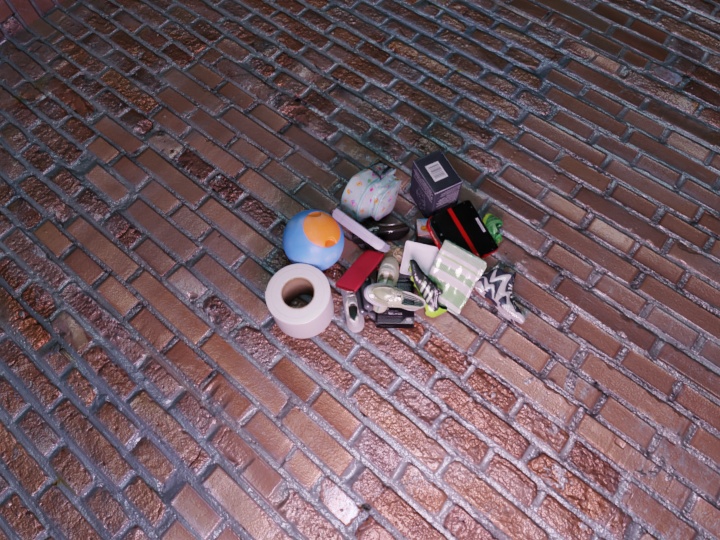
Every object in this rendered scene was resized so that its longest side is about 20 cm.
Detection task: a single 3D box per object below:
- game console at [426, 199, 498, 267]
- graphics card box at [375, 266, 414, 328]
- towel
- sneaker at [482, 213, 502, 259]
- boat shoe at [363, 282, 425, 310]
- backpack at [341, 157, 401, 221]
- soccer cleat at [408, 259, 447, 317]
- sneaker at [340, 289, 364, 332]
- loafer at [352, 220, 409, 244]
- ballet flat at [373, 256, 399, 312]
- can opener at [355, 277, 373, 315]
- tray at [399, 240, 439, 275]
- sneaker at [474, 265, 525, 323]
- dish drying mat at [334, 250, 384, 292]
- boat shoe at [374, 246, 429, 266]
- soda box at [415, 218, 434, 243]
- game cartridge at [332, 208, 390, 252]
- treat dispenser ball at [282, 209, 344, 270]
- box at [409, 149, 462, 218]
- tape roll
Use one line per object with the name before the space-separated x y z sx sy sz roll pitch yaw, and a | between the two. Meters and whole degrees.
game console | 0.326 -0.115 1.718 0.176 0.031 0.201 -25 76 -13
graphics card box | 0.110 0.085 1.704 0.125 0.051 0.201 0 64 2
towel | 0.290 0.025 1.669 0.152 0.023 0.201 30 114 15
sneaker | 0.427 -0.103 1.766 0.083 0.074 0.201 17 66 15
boat shoe | 0.107 0.078 1.599 0.199 0.062 0.072 12 75 -27
backpack | 0.033 -0.255 1.780 0.153 0.176 0.200 42 50 22
soccer cleat | 0.211 0.051 1.667 0.081 0.068 0.201 -21 101 15
sneaker | -0.024 0.092 1.692 0.070 0.080 0.201 -11 63 -1
loafer | 0.067 -0.142 1.800 0.199 0.073 0.072 -7 66 0
ballet flat | 0.080 0.035 1.666 0.069 0.070 0.201 10 66 7
can opener | 0.016 0.061 1.671 0.066 0.053 0.200 29 31 -25
tray | 0.226 -0.026 1.720 0.199 0.022 0.108 12 90 -16
sneaker | 0.472 0.065 1.681 0.130 0.080 0.199 -42 60 -7
dish drying mat | 0.000 0.000 1.685 0.076 0.018 0.200 16 43 24
boat shoe | 0.130 -0.053 1.760 0.199 0.065 0.072 -4 65 1
soda box | 0.287 -0.136 1.794 0.199 0.064 0.069 -2 64 1
game cartridge | 0.001 -0.127 1.702 0.200 0.133 0.041 36 92 13
treat dispenser ball | -0.153 -0.097 1.719 0.200 0.201 0.202 -1 65 2
box | 0.250 -0.277 1.786 0.107 0.200 0.149 -25 67 -10
tape roll | -0.187 0.097 1.664 0.202 0.139 0.204 -1 65 1
